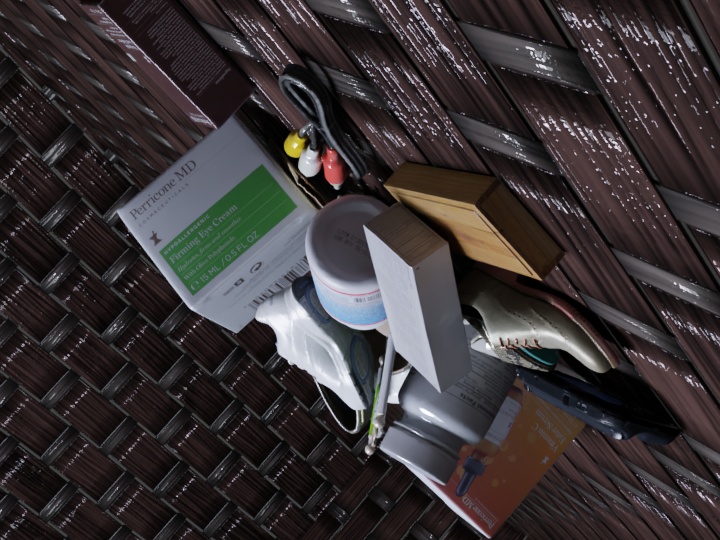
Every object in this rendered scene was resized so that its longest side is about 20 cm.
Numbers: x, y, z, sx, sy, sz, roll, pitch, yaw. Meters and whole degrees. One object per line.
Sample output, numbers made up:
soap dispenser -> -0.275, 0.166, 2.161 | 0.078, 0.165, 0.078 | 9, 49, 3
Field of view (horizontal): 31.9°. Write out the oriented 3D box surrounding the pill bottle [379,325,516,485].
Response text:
pill bottle -> 0.108, 0.141, 1.467 | 0.114, 0.200, 0.114 | 29, 171, 5

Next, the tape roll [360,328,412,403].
tape roll -> 0.033, 0.073, 1.614 | 0.202, 0.071, 0.203 | 16, 130, 20

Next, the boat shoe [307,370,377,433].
boat shoe -> -0.035, 0.115, 1.596 | 0.072, 0.060, 0.202 | -10, 118, 35

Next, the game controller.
game controller -> 0.252, 0.139, 1.359 | 0.104, 0.042, 0.200 | 9, -171, -29

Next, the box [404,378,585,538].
box -> 0.164, 0.213, 1.634 | 0.152, 0.200, 0.106 | 45, 171, -28

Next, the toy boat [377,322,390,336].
toy boat -> 0.037, 0.091, 1.963 | 0.200, 0.131, 0.131 | 43, -158, 0

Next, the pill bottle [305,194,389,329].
pill bottle -> 0.000, 0.000, 1.402 | 0.109, 0.109, 0.200 | 40, 167, 14

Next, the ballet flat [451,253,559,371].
ballet flat -> 0.129, 0.044, 1.371 | 0.200, 0.068, 0.075 | 45, 127, -13

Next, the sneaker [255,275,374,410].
sneaker -> -0.050, 0.093, 1.529 | 0.087, 0.075, 0.200 | -19, 118, 28

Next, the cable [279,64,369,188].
cable -> -0.042, -0.136, 1.282 | 0.097, 0.050, 0.200 | 35, 170, 12

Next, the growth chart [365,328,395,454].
growth chart -> 0.028, 0.135, 1.496 | 0.018, 0.145, 0.200 | 9, 164, 0

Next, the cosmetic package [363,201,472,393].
cosmetic package -> 0.062, 0.030, 1.279 | 0.083, 0.051, 0.200 | 45, 160, 39

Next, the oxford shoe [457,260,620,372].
oxford shoe -> 0.171, 0.059, 1.257 | 0.200, 0.074, 0.071 | 34, 168, 44

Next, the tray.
tray -> 0.101, -0.049, 1.177 | 0.099, 0.037, 0.200 | 46, 172, -21

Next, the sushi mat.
sushi mat -> -0.068, -0.109, 1.573 | 0.096, 0.012, 0.200 | 46, -178, -22

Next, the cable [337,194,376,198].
cable -> 0.027, -0.055, 1.535 | 0.097, 0.050, 0.200 | 23, -179, 8

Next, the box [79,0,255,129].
box -> -0.224, -0.260, 1.464 | 0.200, 0.075, 0.100 | 44, 171, -26

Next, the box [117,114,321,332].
box -> -0.161, -0.056, 1.616 | 0.171, 0.199, 0.200 | 50, -179, 16
